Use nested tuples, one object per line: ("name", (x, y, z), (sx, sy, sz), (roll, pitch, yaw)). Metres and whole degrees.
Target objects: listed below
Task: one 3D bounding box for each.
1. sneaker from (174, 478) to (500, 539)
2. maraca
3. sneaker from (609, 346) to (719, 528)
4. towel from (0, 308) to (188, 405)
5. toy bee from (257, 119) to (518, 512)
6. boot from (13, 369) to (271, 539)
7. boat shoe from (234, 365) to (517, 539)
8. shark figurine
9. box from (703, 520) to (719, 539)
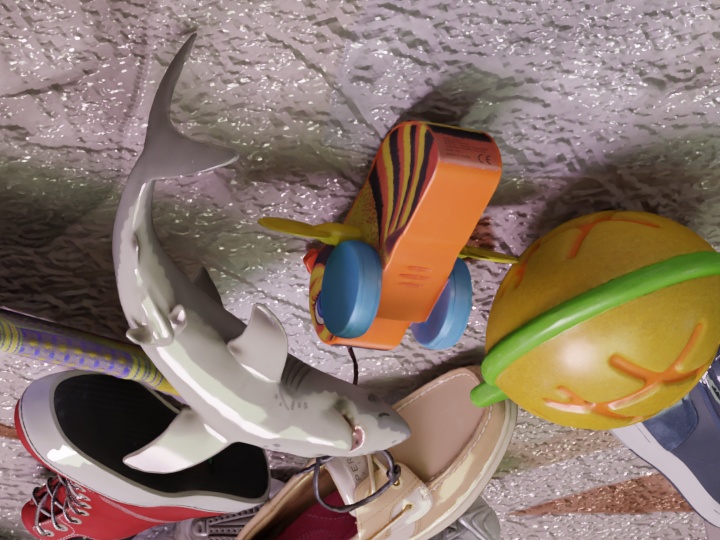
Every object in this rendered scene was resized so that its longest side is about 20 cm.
("sneaker", (-0.011, 0.167, 1.381), (0.199, 0.078, 0.099), (0, 156, 6))
("maraca", (0.122, 0.032, 1.147), (0.136, 0.107, 0.200), (-16, 167, -13))
("sneaker", (0.245, 0.084, 1.280), (0.146, 0.077, 0.202), (-22, 145, 28))
("towel", (-0.153, 0.039, 1.103), (0.199, 0.023, 0.143), (17, 179, -34))
("toy bee", (0.000, 0.000, 1.092), (0.131, 0.109, 0.200), (29, 109, -34))
("boot", (-0.162, 0.118, 1.252), (0.144, 0.073, 0.200), (-21, 155, 25))
("boat shoe", (0.004, 0.125, 1.264), (0.200, 0.074, 0.069), (-45, 144, 16))
("shark figurine", (-0.076, 0.006, 1.026), (0.128, 0.090, 0.215), (-20, 120, 15))
("box", (0.335, 0.215, 1.464), (0.109, 0.128, 0.200), (-30, 141, 35))
